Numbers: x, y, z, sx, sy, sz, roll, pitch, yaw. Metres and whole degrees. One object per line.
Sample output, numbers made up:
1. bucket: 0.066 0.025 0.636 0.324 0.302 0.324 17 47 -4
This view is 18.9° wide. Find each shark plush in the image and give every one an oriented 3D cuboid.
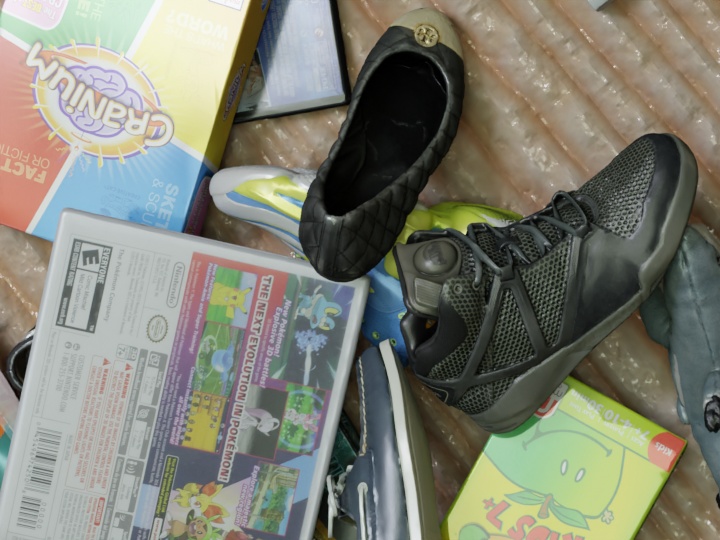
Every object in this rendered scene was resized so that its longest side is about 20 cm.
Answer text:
1. shark plush: 0.195 0.073 1.228 0.091 0.083 0.200 3 93 13

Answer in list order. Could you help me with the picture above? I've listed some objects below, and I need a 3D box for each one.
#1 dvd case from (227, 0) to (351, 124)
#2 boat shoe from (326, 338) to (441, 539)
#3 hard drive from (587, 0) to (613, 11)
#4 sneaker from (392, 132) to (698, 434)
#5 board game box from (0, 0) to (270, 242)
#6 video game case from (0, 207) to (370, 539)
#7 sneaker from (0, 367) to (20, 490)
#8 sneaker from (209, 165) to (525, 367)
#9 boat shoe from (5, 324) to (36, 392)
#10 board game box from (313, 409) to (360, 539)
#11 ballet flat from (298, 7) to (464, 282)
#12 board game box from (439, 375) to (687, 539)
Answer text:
1. dvd case: -0.112 -0.155 1.324 0.200 0.018 0.143 -9 91 13
2. boat shoe: 0.014 0.138 1.220 0.062 0.075 0.200 -14 74 13
3. hard drive: 0.177 -0.263 1.246 0.200 0.026 0.132 -38 84 13
4. sneaker: 0.095 -0.008 1.194 0.114 0.076 0.199 32 109 -31
5. board game box: -0.150 -0.111 1.305 0.153 0.040 0.200 18 97 12
6. video game case: -0.104 0.080 1.243 0.182 0.023 0.200 13 94 -2
7. sneaker: -0.240 0.104 1.327 0.080 0.071 0.200 -33 71 -8
8. sneaker: 0.000 0.000 1.276 0.200 0.076 0.105 12 96 12
9. boat shoe: -0.119 0.043 1.314 0.200 0.060 0.074 -7 93 14
10. board game box: -0.035 0.172 1.317 0.135 0.028 0.200 -32 85 13
11. ballet flat: 0.019 -0.078 1.231 0.066 0.057 0.200 19 55 3
12. board game box: 0.098 0.163 1.254 0.102 0.048 0.200 29 86 10
